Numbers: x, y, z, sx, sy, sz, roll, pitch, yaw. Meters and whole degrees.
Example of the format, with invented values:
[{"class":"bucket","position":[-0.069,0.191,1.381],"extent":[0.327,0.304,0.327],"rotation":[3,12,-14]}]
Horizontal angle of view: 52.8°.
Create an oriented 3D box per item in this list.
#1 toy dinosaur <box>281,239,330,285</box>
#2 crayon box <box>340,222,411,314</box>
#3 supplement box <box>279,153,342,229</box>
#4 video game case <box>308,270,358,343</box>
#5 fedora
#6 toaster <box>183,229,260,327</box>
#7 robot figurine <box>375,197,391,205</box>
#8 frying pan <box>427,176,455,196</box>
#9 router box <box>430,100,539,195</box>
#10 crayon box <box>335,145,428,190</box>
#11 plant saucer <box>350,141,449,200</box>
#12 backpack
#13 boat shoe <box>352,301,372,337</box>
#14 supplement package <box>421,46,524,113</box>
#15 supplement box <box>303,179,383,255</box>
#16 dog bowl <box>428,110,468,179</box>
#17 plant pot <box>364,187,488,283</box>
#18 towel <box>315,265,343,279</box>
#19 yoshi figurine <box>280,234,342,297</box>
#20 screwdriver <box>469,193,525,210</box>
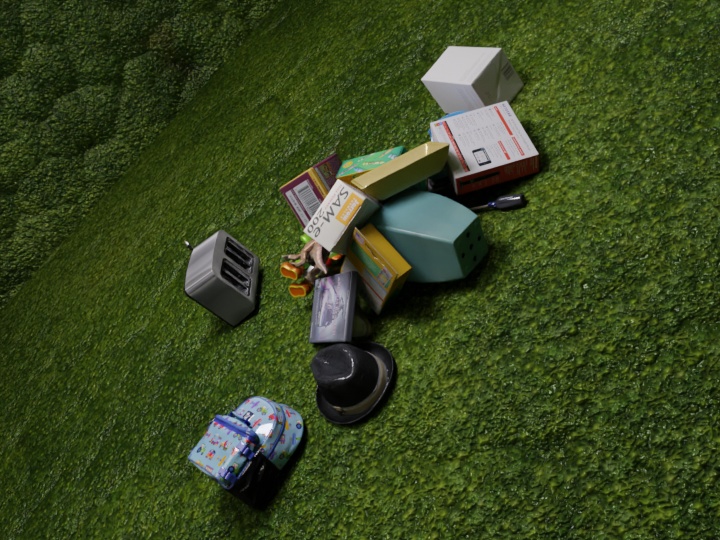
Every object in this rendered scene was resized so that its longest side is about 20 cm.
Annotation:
[{"class":"toy dinosaur","position":[-0.091,-0.048,1.581],"extent":[0.136,0.086,0.200],"rotation":[-48,13,-4]},{"class":"crayon box","position":[0.031,-0.007,1.445],"extent":[0.051,0.126,0.200],"rotation":[-36,-14,-23]},{"class":"supplement box","position":[-0.095,-0.193,1.789],"extent":[0.103,0.131,0.200],"rotation":[-29,8,25]},{"class":"video game case","position":[-0.060,0.082,1.534],"extent":[0.200,0.019,0.144],"rotation":[165,112,-65]},{"class":"fedora","position":[-0.033,0.200,1.418],"extent":[0.200,0.092,0.201],"rotation":[-28,38,24]},{"class":"toaster","position":[-0.356,0.014,1.868],"extent":[0.118,0.200,0.182],"rotation":[-33,35,25]},{"class":"robot figurine","position":[0.039,-0.113,1.635],"extent":[0.200,0.125,0.150],"rotation":[-49,-6,-5]},{"class":"frying pan","position":[0.227,-0.239,1.655],"extent":[0.190,0.031,0.115],"rotation":[-41,35,13]},{"class":"router box","position":[0.259,-0.263,1.537],"extent":[0.178,0.049,0.201],"rotation":[-15,47,1]},{"class":"crayon box","position":[0.053,-0.221,1.738],"extent":[0.199,0.119,0.059],"rotation":[-6,50,44]},{"class":"plant saucer","position":[0.087,-0.204,1.520],"extent":[0.199,0.049,0.200],"rotation":[-27,13,-1]},{"class":"backpack","position":[-0.218,0.339,1.442],"extent":[0.182,0.135,0.200],"rotation":[16,64,52]},{"class":"boat shoe","position":[-0.033,0.088,1.575],"extent":[0.074,0.062,0.200],"rotation":[-68,26,22]},{"class":"supplement package","position":[0.267,-0.454,1.745],"extent":[0.120,0.121,0.200],"rotation":[-51,35,-8]},{"class":"supplement box","position":[-0.023,-0.101,1.474],"extent":[0.073,0.200,0.126],"rotation":[36,97,15]},{"class":"dog bowl","position":[0.197,-0.285,1.665],"extent":[0.111,0.050,0.201],"rotation":[-2,45,40]},{"class":"plant pot","position":[0.141,-0.062,1.441],"extent":[0.199,0.142,0.141],"rotation":[15,48,44]},{"class":"towel","position":[0.000,0.000,1.603],"extent":[0.199,0.086,0.018],"rotation":[-17,69,36]},{"class":"yoshi figurine","position":[-0.113,-0.027,1.722],"extent":[0.200,0.112,0.113],"rotation":[-44,-7,-38]},{"class":"screwdriver","position":[0.253,-0.136,1.512],"extent":[0.199,0.028,0.029],"rotation":[-2,82,42]}]
